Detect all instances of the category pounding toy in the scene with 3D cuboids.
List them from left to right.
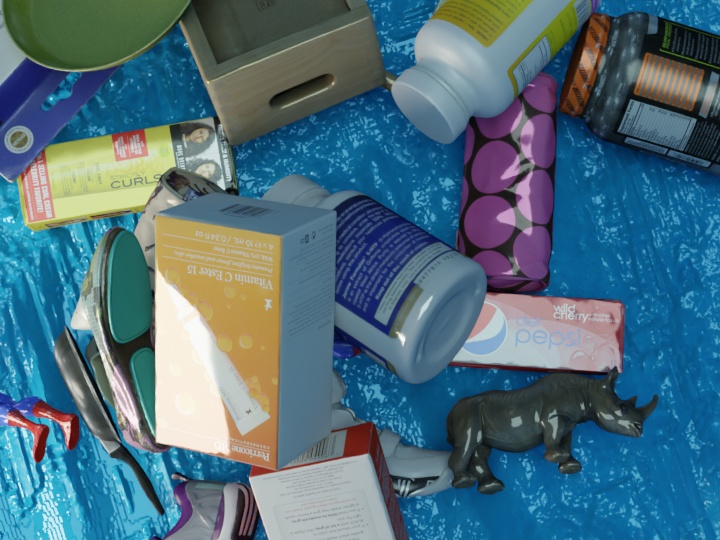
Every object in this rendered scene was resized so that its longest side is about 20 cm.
[{"bbox_3d":[-0.053,-0.213,1.464,0.199,0.143,0.185,-22,60,-4],"label":"pounding toy"}]

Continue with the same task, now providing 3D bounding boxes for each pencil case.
[{"bbox_3d":[-0.176,0.013,1.443,0.089,0.078,0.201,34,105,32],"label":"pencil case"},{"bbox_3d":[0.133,-0.082,1.484,0.093,0.091,0.202,2,82,25],"label":"pencil case"}]

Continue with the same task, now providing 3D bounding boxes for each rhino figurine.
[{"bbox_3d":[0.169,0.135,1.434,0.198,0.060,0.088,-14,61,1],"label":"rhino figurine"}]

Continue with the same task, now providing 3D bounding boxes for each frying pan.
[{"bbox_3d":[-0.235,0.132,1.462,0.031,0.115,0.191,-25,130,-9],"label":"frying pan"}]

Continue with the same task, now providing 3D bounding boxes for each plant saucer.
[{"bbox_3d":[-0.223,-0.257,1.427,0.198,0.031,0.202,-8,63,16],"label":"plant saucer"}]

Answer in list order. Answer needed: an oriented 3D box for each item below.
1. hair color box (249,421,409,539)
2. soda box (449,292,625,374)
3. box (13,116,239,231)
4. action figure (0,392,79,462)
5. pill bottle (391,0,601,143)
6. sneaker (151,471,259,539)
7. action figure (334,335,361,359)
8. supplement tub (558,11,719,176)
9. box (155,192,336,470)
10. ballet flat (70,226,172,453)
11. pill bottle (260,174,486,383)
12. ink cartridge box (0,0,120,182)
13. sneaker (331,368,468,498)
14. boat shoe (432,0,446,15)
[{"bbox_3d":[-0.016,0.241,1.411,0.110,0.064,0.202,-12,111,10],"label":"hair color box"},{"bbox_3d":[0.141,0.057,1.480,0.198,0.063,0.071,3,85,-1],"label":"soda box"},{"bbox_3d":[-0.215,-0.090,1.489,0.198,0.050,0.076,-9,86,-2],"label":"box"},{"bbox_3d":[-0.348,0.141,1.446,0.199,0.065,0.100,23,110,29],"label":"action figure"},{"bbox_3d":[0.118,-0.207,1.418,0.104,0.104,0.200,42,75,2],"label":"pill bottle"},{"bbox_3d":[-0.155,0.287,1.459,0.087,0.074,0.202,10,79,19],"label":"sneaker"},{"bbox_3d":[-0.069,0.063,1.460,0.198,0.052,0.066,-14,42,-11],"label":"action figure"},{"bbox_3d":[0.290,-0.163,1.474,0.198,0.123,0.124,18,85,0],"label":"supplement tub"},{"bbox_3d":[-0.096,0.048,1.346,0.123,0.097,0.202,9,107,25],"label":"box"},{"bbox_3d":[-0.209,0.064,1.390,0.071,0.069,0.202,-6,103,34],"label":"ballet flat"},{"bbox_3d":[0.000,0.000,1.409,0.199,0.120,0.120,32,85,25],"label":"pill bottle"},{"bbox_3d":[-0.331,-0.215,1.474,0.199,0.041,0.200,37,76,10],"label":"ink cartridge box"},{"bbox_3d":[0.000,0.147,1.461,0.198,0.075,0.116,-1,88,2],"label":"sneaker"},{"bbox_3d":[0.118,-0.302,1.508,0.062,0.072,0.202,19,87,1],"label":"boat shoe"}]
